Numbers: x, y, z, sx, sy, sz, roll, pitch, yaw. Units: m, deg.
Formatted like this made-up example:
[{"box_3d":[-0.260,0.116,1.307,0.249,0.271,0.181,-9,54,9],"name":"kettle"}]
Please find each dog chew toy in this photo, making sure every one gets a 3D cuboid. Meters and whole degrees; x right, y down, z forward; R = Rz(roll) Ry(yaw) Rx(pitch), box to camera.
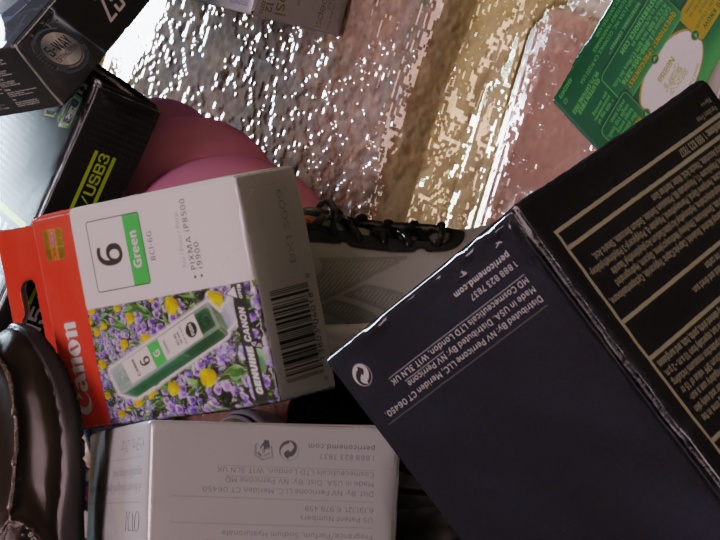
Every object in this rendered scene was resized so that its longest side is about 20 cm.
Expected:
[{"box_3d":[-0.091,-0.026,1.516,0.125,0.124,0.200,-62,38,20],"name":"dog chew toy"}]

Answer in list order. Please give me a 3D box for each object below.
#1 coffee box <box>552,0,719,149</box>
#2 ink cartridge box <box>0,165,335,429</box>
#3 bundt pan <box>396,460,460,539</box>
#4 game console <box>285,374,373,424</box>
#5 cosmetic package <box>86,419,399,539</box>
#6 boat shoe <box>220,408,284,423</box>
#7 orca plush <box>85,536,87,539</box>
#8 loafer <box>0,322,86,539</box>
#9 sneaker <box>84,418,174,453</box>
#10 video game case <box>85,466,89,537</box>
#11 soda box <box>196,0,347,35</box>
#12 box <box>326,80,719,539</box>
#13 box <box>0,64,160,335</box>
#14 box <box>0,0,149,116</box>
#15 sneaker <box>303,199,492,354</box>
[{"box_3d":[0.180,-0.068,1.275,0.200,0.044,0.123,50,120,41],"name":"coffee box"},{"box_3d":[-0.112,0.019,1.366,0.200,0.050,0.109,-10,92,36],"name":"ink cartridge box"},{"box_3d":[0.081,0.110,1.310,0.202,0.076,0.202,-9,76,39],"name":"bundt pan"},{"box_3d":[0.029,0.141,1.421,0.177,0.031,0.201,-6,79,41],"name":"game console"},{"box_3d":[-0.064,0.175,1.336,0.199,0.123,0.201,157,114,-76],"name":"cosmetic package"},{"box_3d":[-0.072,0.173,1.496,0.072,0.062,0.201,-7,78,47],"name":"boat shoe"},{"box_3d":[-0.159,0.211,1.523,0.105,0.071,0.200,56,147,15],"name":"orca plush"},{"box_3d":[-0.170,0.121,1.343,0.073,0.071,0.200,128,137,-64],"name":"loafer"},{"box_3d":[-0.165,0.032,1.608,0.075,0.084,0.200,-33,60,40],"name":"sneaker"},{"box_3d":[-0.238,0.163,1.601,0.200,0.181,0.036,-47,21,33],"name":"video game case"},{"box_3d":[-0.090,-0.183,1.577,0.200,0.068,0.064,20,98,47],"name":"soda box"},{"box_3d":[0.123,0.055,1.145,0.123,0.200,0.199,-40,86,34],"name":"box"},{"box_3d":[-0.193,-0.030,1.536,0.193,0.047,0.200,-63,27,6],"name":"box"},{"box_3d":[-0.189,-0.148,1.530,0.200,0.044,0.160,-4,42,48],"name":"box"},{"box_3d":[0.000,0.000,1.378,0.200,0.074,0.080,-13,104,8],"name":"sneaker"}]
